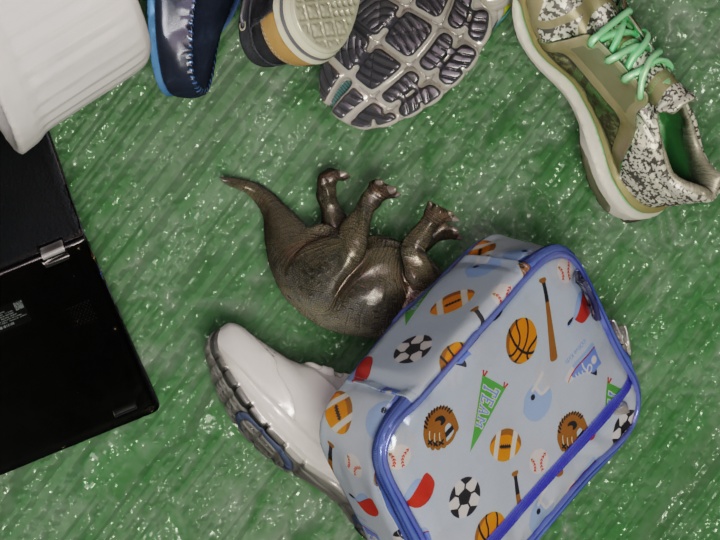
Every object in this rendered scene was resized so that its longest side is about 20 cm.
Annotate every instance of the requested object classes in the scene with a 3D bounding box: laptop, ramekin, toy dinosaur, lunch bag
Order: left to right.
[{"bbox_3d":[-0.248,0.014,1.397,0.186,0.116,0.201,-22,119,-1],"label":"laptop"},{"bbox_3d":[-0.200,-0.177,1.310,0.097,0.200,0.202,-29,91,-9],"label":"ramekin"},{"bbox_3d":[0.000,0.000,1.371,0.199,0.077,0.103,26,82,-4],"label":"toy dinosaur"},{"bbox_3d":[0.077,0.085,1.325,0.200,0.075,0.161,-43,122,-26],"label":"lunch bag"}]

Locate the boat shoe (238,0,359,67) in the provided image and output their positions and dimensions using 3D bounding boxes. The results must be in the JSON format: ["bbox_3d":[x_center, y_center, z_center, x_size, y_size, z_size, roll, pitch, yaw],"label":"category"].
[{"bbox_3d":[-0.023,-0.196,1.348,0.075,0.062,0.201,41,50,-29],"label":"boat shoe"}]

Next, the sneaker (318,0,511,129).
[{"bbox_3d":[0.058,-0.157,1.370,0.077,0.080,0.200,43,85,9],"label":"sneaker"}]

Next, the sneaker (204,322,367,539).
[{"bbox_3d":[-0.008,0.095,1.382,0.200,0.074,0.087,40,77,-8],"label":"sneaker"}]

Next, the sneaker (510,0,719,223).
[{"bbox_3d":[0.160,-0.117,1.341,0.077,0.088,0.201,-43,117,-26],"label":"sneaker"}]

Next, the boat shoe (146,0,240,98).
[{"bbox_3d":[-0.084,-0.202,1.364,0.068,0.084,0.202,6,92,10],"label":"boat shoe"}]
